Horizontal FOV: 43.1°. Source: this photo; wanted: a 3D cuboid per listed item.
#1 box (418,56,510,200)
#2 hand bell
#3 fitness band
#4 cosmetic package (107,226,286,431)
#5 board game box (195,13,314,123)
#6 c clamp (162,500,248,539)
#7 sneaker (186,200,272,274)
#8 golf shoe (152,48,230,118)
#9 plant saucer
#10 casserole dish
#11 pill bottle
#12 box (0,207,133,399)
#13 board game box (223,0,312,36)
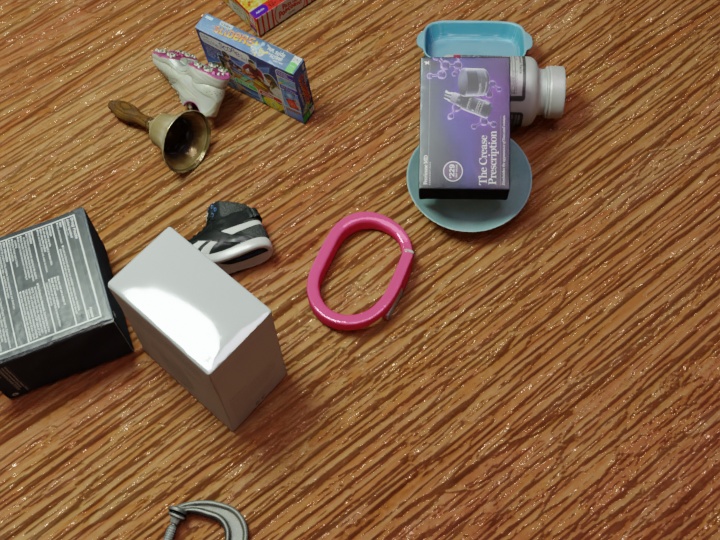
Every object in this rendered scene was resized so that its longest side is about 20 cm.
[{"bbox_3d":[0.157,-0.214,1.383,0.138,0.079,0.204,0,83,7],"label":"box"},{"bbox_3d":[-0.354,-0.245,1.519,0.198,0.105,0.105,26,65,31],"label":"hand bell"},{"bbox_3d":[0.000,0.000,1.379,0.141,0.038,0.202,20,63,14],"label":"fitness band"},{"bbox_3d":[-0.218,0.083,1.254,0.198,0.201,0.123,37,69,20],"label":"cosmetic package"},{"bbox_3d":[-0.173,-0.334,1.512,0.198,0.136,0.035,29,70,17],"label":"board game box"},{"bbox_3d":[-0.242,0.389,1.189,0.168,0.027,0.202,19,65,13],"label":"c clamp"},{"bbox_3d":[-0.243,-0.043,1.403,0.196,0.074,0.113,-16,58,-15],"label":"sneaker"},{"bbox_3d":[-0.298,-0.320,1.548,0.074,0.093,0.199,-7,28,-41],"label":"golf shoe"},{"bbox_3d":[0.171,-0.139,1.443,0.197,0.039,0.204,-2,61,3],"label":"plant saucer"},{"bbox_3d":[0.194,-0.379,1.560,0.196,0.039,0.123,1,48,5],"label":"casserole dish"},{"bbox_3d":[0.230,-0.292,1.480,0.196,0.111,0.113,3,61,4],"label":"pill bottle"},{"bbox_3d":[-0.458,0.048,1.330,0.195,0.124,0.203,-20,64,-6],"label":"box"},{"bbox_3d":[-0.188,-0.540,1.674,0.151,0.047,0.200,-37,66,-16],"label":"board game box"}]
